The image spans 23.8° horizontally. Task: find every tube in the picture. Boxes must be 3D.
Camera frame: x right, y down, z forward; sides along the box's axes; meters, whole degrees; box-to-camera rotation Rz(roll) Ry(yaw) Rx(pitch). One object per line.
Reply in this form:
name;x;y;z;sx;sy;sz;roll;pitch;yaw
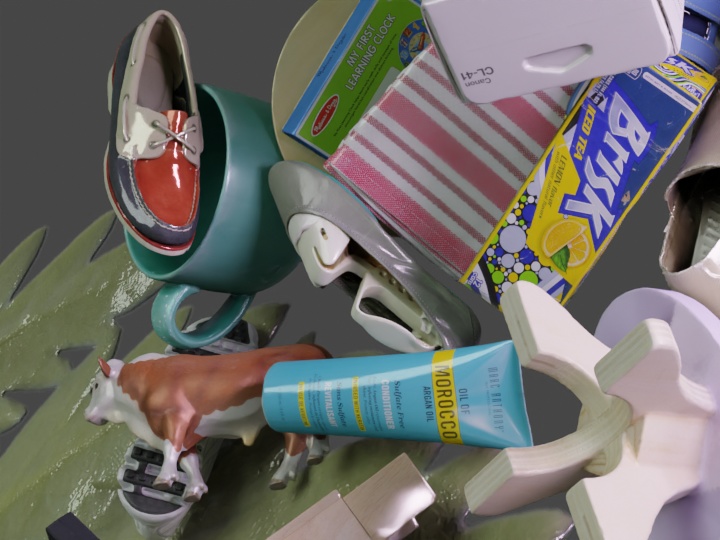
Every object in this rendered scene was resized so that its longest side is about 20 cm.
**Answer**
tube;0.026;0.089;1.200;0.198;0.050;0.078;-3;106;29

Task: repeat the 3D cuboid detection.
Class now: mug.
mug;-0.106;-0.046;1.340;0.186;0.114;0.152;-58;41;25

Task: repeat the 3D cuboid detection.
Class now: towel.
towel;0.088;-0.104;1.230;0.200;0.146;0.030;-48;16;10

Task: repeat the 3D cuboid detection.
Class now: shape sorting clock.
shape sorting clock;0.032;-0.125;1.284;0.201;0.199;0.039;-62;7;-6

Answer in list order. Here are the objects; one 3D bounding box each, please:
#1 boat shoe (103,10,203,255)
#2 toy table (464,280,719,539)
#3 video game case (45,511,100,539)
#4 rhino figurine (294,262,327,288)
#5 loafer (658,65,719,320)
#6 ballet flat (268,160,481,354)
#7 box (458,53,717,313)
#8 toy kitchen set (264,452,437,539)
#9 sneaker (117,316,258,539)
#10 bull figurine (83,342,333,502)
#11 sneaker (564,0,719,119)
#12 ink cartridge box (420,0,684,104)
boat shoe;-0.147;-0.103;1.258;0.063;0.071;0.201;-47;40;39
toy table;0.157;0.095;1.004;0.184;0.116;0.201;-58;41;31
video game case;-0.116;0.267;1.076;0.025;0.201;0.180;-32;36;-22
rhino figurine;-0.033;-0.067;1.394;0.087;0.059;0.201;-45;39;42
loafer;0.237;-0.059;1.096;0.075;0.068;0.202;-12;57;42
ballet flat;0.000;0.000;1.224;0.064;0.200;0.067;-45;-6;-40
box;0.149;-0.057;1.127;0.201;0.070;0.064;-58;-7;28
toy kitchen set;-0.015;0.265;1.163;0.199;0.181;0.163;-34;-10;-22
sneaker;-0.138;0.124;1.374;0.075;0.081;0.201;18;57;10
bull figurine;-0.113;0.108;1.297;0.198;0.065;0.122;-11;62;-1
sneaker;0.214;-0.159;1.163;0.201;0.073;0.082;-68;23;14
ink cartridge box;0.130;-0.211;1.092;0.146;0.086;0.201;-12;38;23
